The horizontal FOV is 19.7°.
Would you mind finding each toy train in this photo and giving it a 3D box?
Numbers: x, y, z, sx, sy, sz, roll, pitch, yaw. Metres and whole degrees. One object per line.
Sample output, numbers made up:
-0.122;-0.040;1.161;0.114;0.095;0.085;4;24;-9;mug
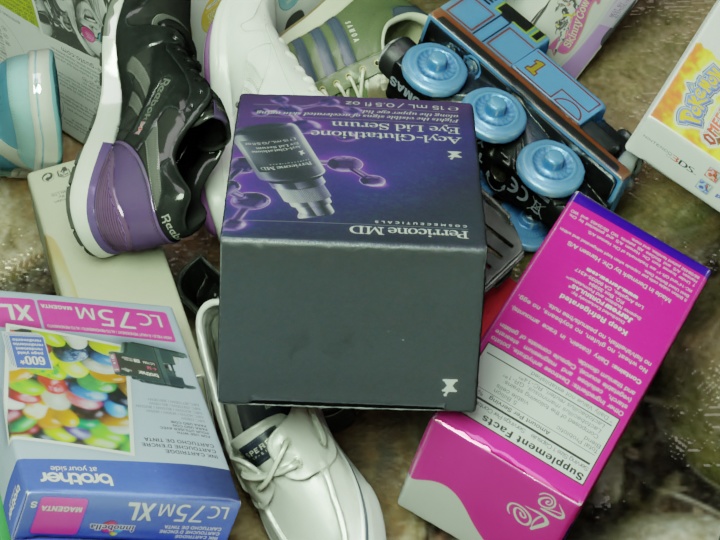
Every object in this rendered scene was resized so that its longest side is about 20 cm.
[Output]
0.104;-0.101;1.400;0.200;0.087;0.114;42;55;18;toy train

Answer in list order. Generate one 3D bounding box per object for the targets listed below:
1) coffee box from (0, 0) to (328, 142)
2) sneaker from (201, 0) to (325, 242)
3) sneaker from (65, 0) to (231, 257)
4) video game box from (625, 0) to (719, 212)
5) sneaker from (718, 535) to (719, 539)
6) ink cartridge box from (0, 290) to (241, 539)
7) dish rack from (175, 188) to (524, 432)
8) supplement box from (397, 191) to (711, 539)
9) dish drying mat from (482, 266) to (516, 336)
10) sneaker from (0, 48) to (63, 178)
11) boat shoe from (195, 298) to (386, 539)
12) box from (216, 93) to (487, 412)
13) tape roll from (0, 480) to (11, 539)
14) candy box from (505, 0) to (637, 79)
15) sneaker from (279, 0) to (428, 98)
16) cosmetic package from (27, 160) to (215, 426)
-0.160;-0.223;1.453;0.199;0.199;0.200;30;55;27;coffee box
-0.054;-0.105;1.352;0.099;0.075;0.202;-5;58;6;sneaker
-0.112;-0.100;1.264;0.087;0.076;0.202;-6;61;25;sneaker
0.299;-0.105;1.403;0.181;0.047;0.200;33;54;4;video game box
0.258;0.131;1.205;0.073;0.081;0.201;19;51;17;sneaker
-0.137;0.087;1.099;0.118;0.042;0.201;6;37;-25;ink cartridge box
0.000;0.000;1.327;0.200;0.055;0.153;-41;58;-16;dish rack
0.116;0.068;1.239;0.103;0.102;0.200;31;55;9;supplement box
0.032;-0.007;1.377;0.077;0.018;0.200;-35;55;-25;dish drying mat
-0.264;-0.094;1.348;0.129;0.200;0.080;-4;83;-17;sneaker
-0.050;0.107;1.212;0.073;0.065;0.201;-37;63;19;boat shoe
-0.005;-0.014;1.184;0.146;0.105;0.200;2;28;-2;box
-0.248;0.129;1.148;0.198;0.200;0.049;5;87;5;tape roll
0.142;-0.266;1.504;0.071;0.168;0.201;15;38;-35;candy box
-0.014;-0.133;1.456;0.089;0.068;0.200;21;49;25;sneaker
-0.148;0.032;1.288;0.070;0.106;0.201;-15;48;-9;cosmetic package
